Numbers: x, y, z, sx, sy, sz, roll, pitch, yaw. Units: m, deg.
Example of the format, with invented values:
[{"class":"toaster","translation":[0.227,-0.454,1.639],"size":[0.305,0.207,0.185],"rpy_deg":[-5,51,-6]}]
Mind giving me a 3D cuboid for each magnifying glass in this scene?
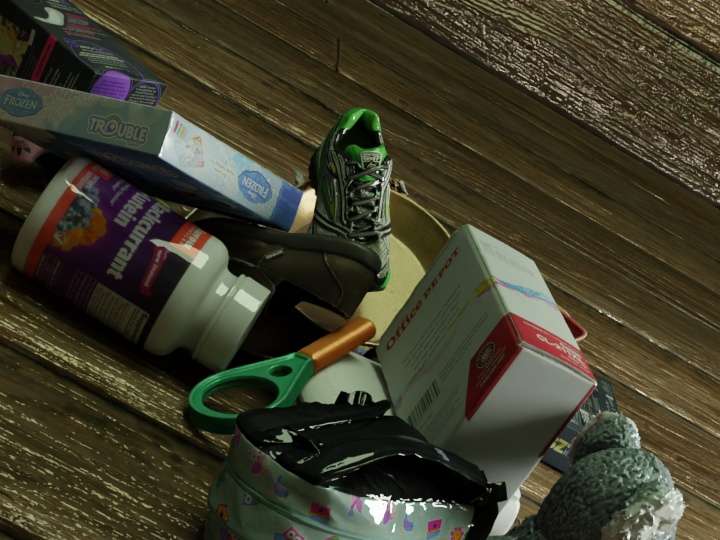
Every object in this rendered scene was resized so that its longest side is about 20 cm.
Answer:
[{"class":"magnifying glass","translation":[-0.060,0.084,1.460],"size":[0.079,0.023,0.199],"rpy_deg":[17,31,38]}]

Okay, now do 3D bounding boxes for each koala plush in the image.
[{"class":"koala plush","translation":[0.167,0.215,1.336],"size":[0.183,0.201,0.178],"rpy_deg":[27,18,-14]}]

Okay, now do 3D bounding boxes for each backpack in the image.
[{"class":"backpack","translation":[-0.015,0.167,1.277],"size":[0.166,0.127,0.199],"rpy_deg":[25,12,39]}]

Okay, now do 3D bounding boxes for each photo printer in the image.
[{"class":"photo printer","translation":[0.027,0.143,1.516],"size":[0.199,0.070,0.167],"rpy_deg":[25,18,-23]}]

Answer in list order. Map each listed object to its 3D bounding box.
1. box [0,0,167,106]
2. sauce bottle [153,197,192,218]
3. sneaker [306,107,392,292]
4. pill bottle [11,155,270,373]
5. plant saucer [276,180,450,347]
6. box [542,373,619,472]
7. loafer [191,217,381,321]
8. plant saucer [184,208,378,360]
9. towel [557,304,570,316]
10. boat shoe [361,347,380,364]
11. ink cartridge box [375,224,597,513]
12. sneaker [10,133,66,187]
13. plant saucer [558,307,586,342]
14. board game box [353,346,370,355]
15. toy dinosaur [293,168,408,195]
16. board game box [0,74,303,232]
[{"class":"box","translation":[-0.318,-0.206,1.822],"size":[0.200,0.106,0.122],"rpy_deg":[41,19,26]},{"class":"sauce bottle","translation":[-0.199,-0.036,1.635],"size":[0.066,0.066,0.200],"rpy_deg":[39,15,22]},{"class":"sneaker","translation":[-0.008,-0.065,1.599],"size":[0.077,0.085,0.201],"rpy_deg":[6,50,-17]},{"class":"pill bottle","translation":[-0.180,0.000,1.476],"size":[0.199,0.112,0.111],"rpy_deg":[31,17,0]},{"class":"plant saucer","translation":[0.000,0.000,1.630],"size":[0.199,0.036,0.201],"rpy_deg":[12,47,-13]},{"class":"box","translation":[0.197,0.140,1.857],"size":[0.157,0.051,0.200],"rpy_deg":[29,18,-9]},{"class":"loafer","translation":[-0.082,0.002,1.526],"size":[0.199,0.071,0.073],"rpy_deg":[6,-19,26]},{"class":"plant saucer","translation":[-0.082,0.012,1.631],"size":[0.199,0.035,0.201],"rpy_deg":[12,47,-13]},{"class":"towel","translation":[0.110,0.045,1.873],"size":[0.199,0.023,0.144],"rpy_deg":[-19,43,-30]},{"class":"boat shoe","translation":[0.071,0.113,1.650],"size":[0.199,0.072,0.068],"rpy_deg":[25,41,-35]},{"class":"ink cartridge box","translation":[0.098,0.077,1.453],"size":[0.082,0.146,0.200],"rpy_deg":[26,22,-22]},{"class":"sneaker","translation":[-0.271,-0.101,1.708],"size":[0.070,0.083,0.200],"rpy_deg":[7,-19,34]},{"class":"plant saucer","translation":[0.094,0.054,1.809],"size":[0.199,0.037,0.200],"rpy_deg":[-18,42,-31]},{"class":"board game box","translation":[-0.020,0.016,1.712],"size":[0.157,0.039,0.201],"rpy_deg":[16,42,-16]},{"class":"toy dinosaur","translation":[-0.011,-0.045,1.849],"size":[0.135,0.103,0.200],"rpy_deg":[10,15,10]},{"class":"board game box","translation":[-0.182,-0.098,1.506],"size":[0.199,0.044,0.199],"rpy_deg":[15,-9,34]}]
